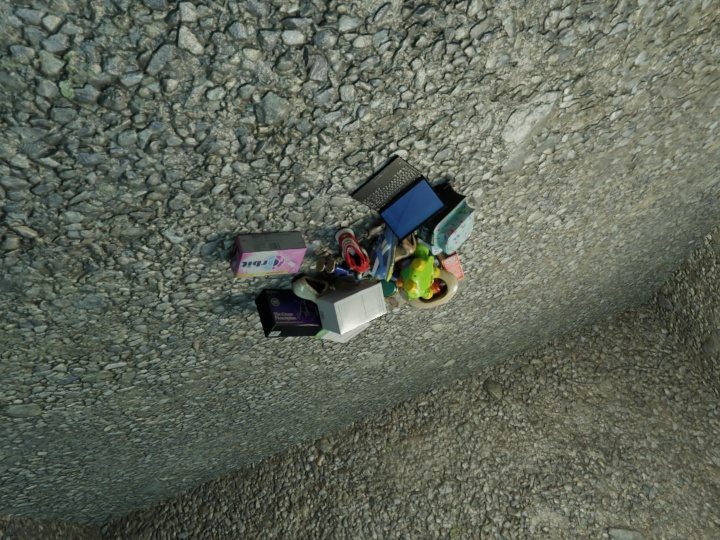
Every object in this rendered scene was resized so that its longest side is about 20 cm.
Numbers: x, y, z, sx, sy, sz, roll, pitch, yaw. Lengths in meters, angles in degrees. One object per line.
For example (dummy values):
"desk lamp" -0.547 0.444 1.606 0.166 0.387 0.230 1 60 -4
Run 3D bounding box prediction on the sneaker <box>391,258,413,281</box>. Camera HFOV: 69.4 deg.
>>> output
"sneaker" 0.140 0.009 1.825 0.199 0.076 0.088 -10 163 -48

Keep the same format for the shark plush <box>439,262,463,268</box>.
"shark plush" 0.322 0.038 2.050 0.200 0.091 0.083 -52 171 33

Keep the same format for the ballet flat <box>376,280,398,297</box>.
"ballet flat" 0.078 0.065 1.861 0.070 0.071 0.199 3 167 -40

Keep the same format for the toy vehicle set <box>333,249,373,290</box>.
"toy vehicle set" 0.000 0.000 1.781 0.123 0.027 0.200 -4 145 -32

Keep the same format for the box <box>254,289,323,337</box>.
"box" -0.233 0.142 1.726 0.199 0.142 0.079 4 139 -41

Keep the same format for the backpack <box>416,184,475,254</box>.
"backpack" 0.260 -0.141 1.608 0.178 0.150 0.200 -44 163 -16

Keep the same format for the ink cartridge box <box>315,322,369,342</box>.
"ink cartridge box" -0.083 0.196 1.988 0.144 0.084 0.199 -36 149 22

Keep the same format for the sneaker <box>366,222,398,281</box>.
"sneaker" 0.069 -0.071 1.596 0.082 0.202 0.074 10 -178 16

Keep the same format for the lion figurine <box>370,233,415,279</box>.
"lion figurine" 0.112 -0.057 1.670 0.199 0.123 0.073 -25 -165 13

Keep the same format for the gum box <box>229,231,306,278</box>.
"gum box" -0.264 -0.044 1.467 0.199 0.066 0.114 -6 145 -29

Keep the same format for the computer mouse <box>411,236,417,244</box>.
"computer mouse" 0.157 -0.060 1.791 0.199 0.034 0.058 -36 150 23

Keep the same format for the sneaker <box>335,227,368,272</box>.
"sneaker" -0.016 -0.029 1.598 0.078 0.116 0.200 -27 139 9

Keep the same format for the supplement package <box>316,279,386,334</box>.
"supplement package" -0.028 0.117 1.725 0.199 0.115 0.109 -22 -162 -33

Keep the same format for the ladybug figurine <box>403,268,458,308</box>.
"ladybug figurine" 0.241 0.058 1.811 0.198 0.072 0.137 -17 109 13

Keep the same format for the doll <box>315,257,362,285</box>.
"doll" -0.061 0.006 1.666 0.136 0.049 0.200 9 170 34

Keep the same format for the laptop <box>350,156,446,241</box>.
"laptop" 0.109 -0.195 1.458 0.177 0.104 0.199 -38 149 23

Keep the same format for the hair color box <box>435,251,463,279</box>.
"hair color box" 0.306 -0.047 1.845 0.064 0.111 0.200 -26 151 4

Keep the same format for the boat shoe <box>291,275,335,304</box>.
"boat shoe" -0.136 0.067 1.739 0.069 0.074 0.199 -39 144 28

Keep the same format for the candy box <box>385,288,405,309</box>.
"candy box" 0.191 0.052 1.925 0.200 0.055 0.115 -36 -173 23

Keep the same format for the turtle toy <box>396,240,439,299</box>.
"turtle toy" 0.186 -0.001 1.715 0.145 0.101 0.202 22 86 -53
